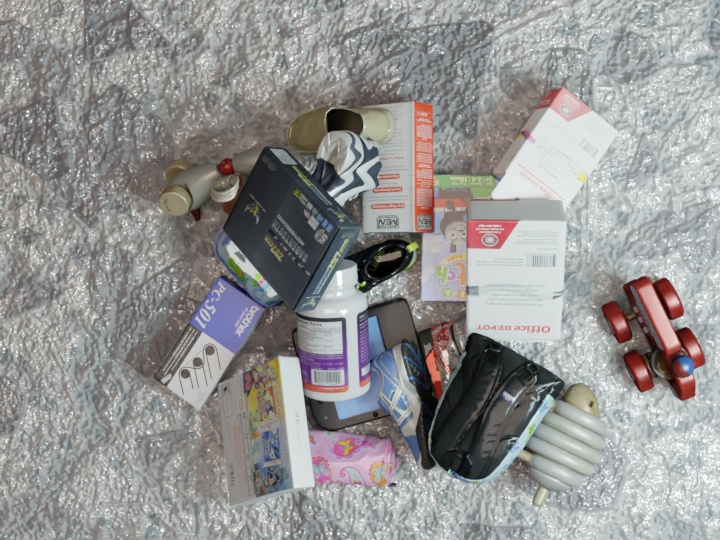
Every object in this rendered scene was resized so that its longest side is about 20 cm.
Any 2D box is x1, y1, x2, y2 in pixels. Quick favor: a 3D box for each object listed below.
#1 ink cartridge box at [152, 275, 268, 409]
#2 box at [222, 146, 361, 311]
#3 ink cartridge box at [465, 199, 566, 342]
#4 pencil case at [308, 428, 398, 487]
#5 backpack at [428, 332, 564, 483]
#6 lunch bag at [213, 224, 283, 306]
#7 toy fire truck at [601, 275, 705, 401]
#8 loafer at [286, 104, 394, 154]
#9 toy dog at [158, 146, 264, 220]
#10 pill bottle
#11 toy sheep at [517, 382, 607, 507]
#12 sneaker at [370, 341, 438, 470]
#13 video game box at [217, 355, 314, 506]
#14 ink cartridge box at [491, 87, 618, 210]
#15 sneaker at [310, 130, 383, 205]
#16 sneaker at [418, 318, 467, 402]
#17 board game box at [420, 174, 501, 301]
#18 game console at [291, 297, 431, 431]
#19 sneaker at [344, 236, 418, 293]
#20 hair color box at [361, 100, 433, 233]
[{"bbox_3d":[-0.243,0.116,1.766,0.094,0.044,0.200,34,94,3],"label":"ink cartridge box"},{"bbox_3d":[-0.106,-0.062,1.601,0.200,0.051,0.158,48,122,30],"label":"box"},{"bbox_3d":[0.230,0.001,1.629,0.143,0.084,0.201,1,116,6],"label":"ink cartridge box"},{"bbox_3d":[-0.040,0.298,1.727,0.199,0.087,0.088,2,91,6],"label":"pencil case"},{"bbox_3d":[0.187,0.221,1.613,0.163,0.154,0.201,26,76,15],"label":"backpack"},{"bbox_3d":[-0.123,-0.055,1.728,0.200,0.082,0.161,-44,86,4],"label":"lunch bag"},{"bbox_3d":[0.448,0.103,1.626,0.112,0.168,0.201,-24,88,6],"label":"toy fire truck"},{"bbox_3d":[-0.043,-0.225,1.694,0.199,0.068,0.076,-4,85,35],"label":"loafer"},{"bbox_3d":[-0.228,-0.129,1.731,0.199,0.097,0.132,2,49,34],"label":"toy dog"},{"bbox_3d":[-0.043,0.089,1.664,0.111,0.111,0.201,0,104,6],"label":"pill bottle"},{"bbox_3d":[0.307,0.267,1.666,0.137,0.138,0.201,24,90,5],"label":"toy sheep"},{"bbox_3d":[0.075,0.214,1.698,0.077,0.076,0.201,-16,86,28],"label":"sneaker"},{"bbox_3d":[-0.150,0.251,1.682,0.182,0.047,0.201,-27,65,49],"label":"video game box"},{"bbox_3d":[0.287,-0.164,1.666,0.116,0.067,0.200,36,87,-12],"label":"ink cartridge box"},{"bbox_3d":[-0.030,-0.123,1.652,0.079,0.129,0.200,41,119,33],"label":"sneaker"},{"bbox_3d":[0.171,0.175,1.709,0.107,0.067,0.202,-18,86,9],"label":"sneaker"},{"bbox_3d":[0.172,-0.051,1.720,0.150,0.037,0.201,1,92,6],"label":"board game box"},{"bbox_3d":[0.003,0.153,1.746,0.199,0.031,0.178,-16,90,6],"label":"game console"},{"bbox_3d":[0.000,0.000,1.717,0.199,0.083,0.072,-31,87,7],"label":"sneaker"},{"bbox_3d":[0.058,-0.159,1.701,0.101,0.061,0.201,1,91,35],"label":"hair color box"}]
